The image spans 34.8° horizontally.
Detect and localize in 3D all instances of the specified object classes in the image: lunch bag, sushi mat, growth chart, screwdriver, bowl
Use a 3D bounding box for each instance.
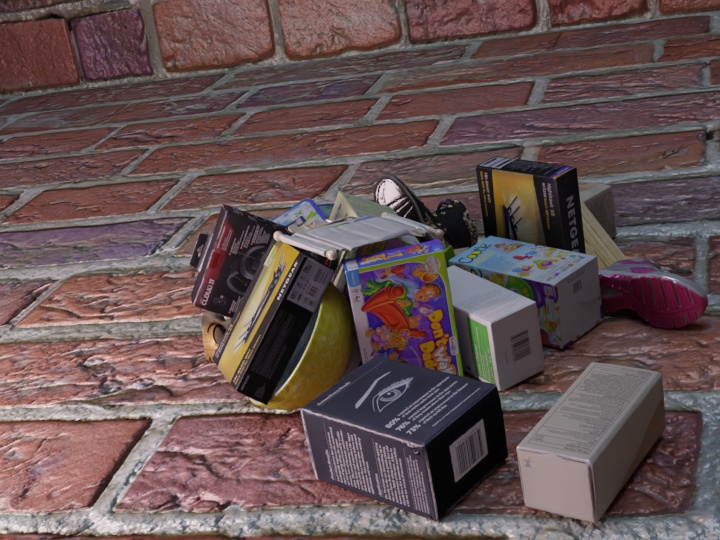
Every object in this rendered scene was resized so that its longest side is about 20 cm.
[{"bbox_3d":[-0.066,-0.042,1.928,0.197,0.129,0.170,-3,20,-14],"label":"lunch bag"},{"bbox_3d":[0.341,-0.062,1.804,0.095,0.012,0.201,-20,64,-30],"label":"sushi mat"},{"bbox_3d":[-0.006,-0.052,1.565,0.198,0.018,0.144,-13,22,-32],"label":"growth chart"},{"bbox_3d":[-0.057,0.058,1.672,0.029,0.201,0.028,38,16,28],"label":"screwdriver"},{"bbox_3d":[-0.063,0.111,1.591,0.107,0.202,0.200,26,11,-22],"label":"bowl"}]

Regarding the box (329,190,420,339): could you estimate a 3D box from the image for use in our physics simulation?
[{"bbox_3d":[0.000,0.000,1.739,0.096,0.178,0.200,16,15,-17],"label":"box"}]

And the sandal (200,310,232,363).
[{"bbox_3d":[-0.218,0.106,1.742,0.053,0.081,0.200,-8,13,-23],"label":"sandal"}]

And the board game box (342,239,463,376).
[{"bbox_3d":[0.059,0.071,1.538,0.133,0.202,0.045,-12,21,-3],"label":"board game box"}]

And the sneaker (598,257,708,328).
[{"bbox_3d":[0.415,0.021,1.649,0.088,0.082,0.199,-29,29,-34],"label":"sneaker"}]

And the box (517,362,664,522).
[{"bbox_3d":[0.265,0.189,1.303,0.094,0.079,0.200,7,29,37],"label":"box"}]

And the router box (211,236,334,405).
[{"bbox_3d":[-0.122,0.063,1.564,0.052,0.202,0.157,27,1,-22],"label":"router box"}]

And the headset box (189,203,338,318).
[{"bbox_3d":[-0.152,0.001,1.702,0.198,0.150,0.077,19,7,-14],"label":"headset box"}]

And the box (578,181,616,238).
[{"bbox_3d":[0.327,-0.068,1.887,0.199,0.096,0.077,-26,26,-34],"label":"box"}]

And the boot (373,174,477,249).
[{"bbox_3d":[0.115,-0.087,1.932,0.073,0.201,0.150,-39,-2,34],"label":"boot"}]

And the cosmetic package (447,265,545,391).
[{"bbox_3d":[0.161,0.076,1.602,0.084,0.109,0.199,-23,23,-25],"label":"cosmetic package"}]

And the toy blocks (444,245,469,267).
[{"bbox_3d":[0.091,0.027,1.795,0.135,0.101,0.200,-10,19,34],"label":"toy blocks"}]

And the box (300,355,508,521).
[{"bbox_3d":[0.052,0.194,1.376,0.199,0.106,0.147,10,31,42],"label":"box"}]

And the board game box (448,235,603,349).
[{"bbox_3d":[0.240,0.029,1.681,0.104,0.104,0.199,-28,28,-36],"label":"board game box"}]

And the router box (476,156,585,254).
[{"bbox_3d":[0.261,-0.063,1.743,0.052,0.202,0.156,-28,27,-36],"label":"router box"}]
